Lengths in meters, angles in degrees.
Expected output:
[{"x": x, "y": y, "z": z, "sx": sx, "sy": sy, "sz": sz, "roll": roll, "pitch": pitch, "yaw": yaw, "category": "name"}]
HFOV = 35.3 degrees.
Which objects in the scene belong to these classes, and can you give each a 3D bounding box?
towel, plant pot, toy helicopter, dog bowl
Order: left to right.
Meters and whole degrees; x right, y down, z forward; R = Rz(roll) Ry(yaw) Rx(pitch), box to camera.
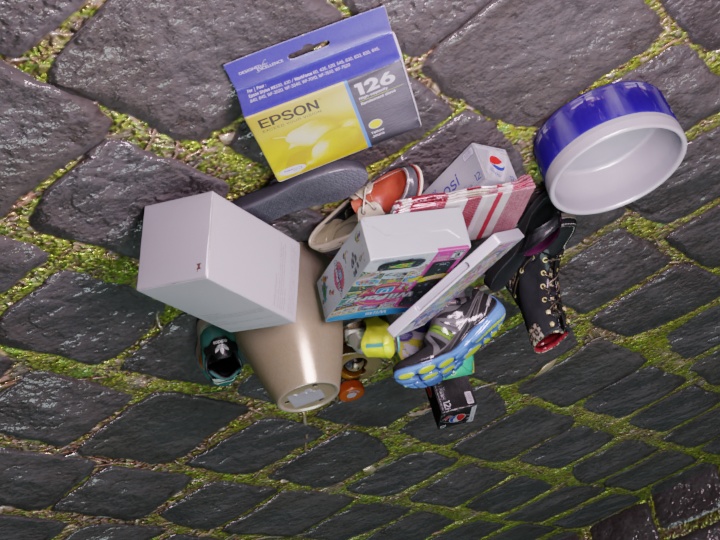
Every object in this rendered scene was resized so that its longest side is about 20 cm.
[{"x": -0.099, "y": 0.095, "z": 1.638, "sx": 0.185, "sy": 0.202, "sz": 0.188, "roll": -13, "pitch": 152, "yaw": -7, "category": "plant pot"}, {"x": -0.039, "y": 0.141, "z": 1.880, "sx": 0.132, "sy": 0.080, "sz": 0.199, "roll": -37, "pitch": 142, "yaw": 30, "category": "toy helicopter"}, {"x": 0.126, "y": -0.071, "z": 1.521, "sx": 0.197, "sy": 0.023, "sz": 0.144, "roll": -11, "pitch": 157, "yaw": -12, "category": "towel"}, {"x": 0.342, "y": -0.167, "z": 1.560, "sx": 0.197, "sy": 0.080, "sz": 0.201, "roll": -14, "pitch": 151, "yaw": -8, "category": "dog bowl"}]

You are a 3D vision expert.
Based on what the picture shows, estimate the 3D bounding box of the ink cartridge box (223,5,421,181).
[{"x": -0.037, "y": -0.201, "z": 1.327, "sx": 0.195, "sy": 0.047, "sz": 0.200, "roll": -19, "pitch": 153, "yaw": 5, "category": "ink cartridge box"}]

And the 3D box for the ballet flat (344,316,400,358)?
[{"x": 0.010, "y": 0.098, "z": 1.725, "sx": 0.066, "sy": 0.068, "sz": 0.200, "roll": -10, "pitch": -174, "yaw": -9, "category": "ballet flat"}]

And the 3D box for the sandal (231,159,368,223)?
[{"x": -0.086, "y": -0.110, "z": 1.463, "sx": 0.198, "sy": 0.043, "sz": 0.076, "roll": -17, "pitch": 154, "yaw": 21, "category": "sandal"}]

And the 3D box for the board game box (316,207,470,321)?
[{"x": 0.041, "y": -0.005, "z": 1.508, "sx": 0.146, "sy": 0.065, "sz": 0.200, "roll": -6, "pitch": 158, "yaw": -22, "category": "board game box"}]

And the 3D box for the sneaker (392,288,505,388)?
[{"x": 0.124, "y": 0.101, "z": 1.674, "sx": 0.199, "sy": 0.083, "sz": 0.071, "roll": -38, "pitch": 152, "yaw": -16, "category": "sneaker"}]

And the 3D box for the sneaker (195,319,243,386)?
[{"x": -0.221, "y": 0.147, "z": 1.779, "sx": 0.070, "sy": 0.081, "sz": 0.201, "roll": -13, "pitch": 151, "yaw": -8, "category": "sneaker"}]

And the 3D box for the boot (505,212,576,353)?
[{"x": 0.301, "y": 0.020, "z": 1.777, "sx": 0.073, "sy": 0.155, "sz": 0.204, "roll": -2, "pitch": 148, "yaw": -25, "category": "boot"}]

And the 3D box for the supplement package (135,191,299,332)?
[{"x": -0.181, "y": -0.006, "z": 1.475, "sx": 0.116, "sy": 0.119, "sz": 0.200, "roll": -8, "pitch": 158, "yaw": 29, "category": "supplement package"}]

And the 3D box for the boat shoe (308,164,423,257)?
[{"x": 0.007, "y": -0.080, "z": 1.537, "sx": 0.062, "sy": 0.072, "sz": 0.200, "roll": 12, "pitch": 144, "yaw": -38, "category": "boat shoe"}]

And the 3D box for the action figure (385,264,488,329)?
[{"x": 0.122, "y": 0.036, "z": 1.724, "sx": 0.192, "sy": 0.106, "sz": 0.199, "roll": -22, "pitch": -179, "yaw": -28, "category": "action figure"}]

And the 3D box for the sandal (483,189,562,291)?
[{"x": 0.262, "y": -0.045, "z": 1.698, "sx": 0.075, "sy": 0.048, "sz": 0.202, "roll": 1, "pitch": 126, "yaw": -56, "category": "sandal"}]

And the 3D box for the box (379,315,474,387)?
[{"x": 0.095, "y": 0.099, "z": 1.784, "sx": 0.116, "sy": 0.200, "sz": 0.049, "roll": -11, "pitch": 121, "yaw": -11, "category": "box"}]

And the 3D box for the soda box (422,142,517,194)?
[{"x": 0.130, "y": -0.090, "z": 1.587, "sx": 0.068, "sy": 0.064, "sz": 0.200, "roll": 6, "pitch": 143, "yaw": -37, "category": "soda box"}]

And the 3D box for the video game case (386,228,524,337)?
[{"x": 0.133, "y": 0.016, "z": 1.557, "sx": 0.200, "sy": 0.018, "sz": 0.143, "roll": -42, "pitch": 170, "yaw": 19, "category": "video game case"}]

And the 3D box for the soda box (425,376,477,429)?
[{"x": 0.130, "y": 0.153, "z": 1.862, "sx": 0.062, "sy": 0.202, "sz": 0.071, "roll": -12, "pitch": 151, "yaw": -9, "category": "soda box"}]
